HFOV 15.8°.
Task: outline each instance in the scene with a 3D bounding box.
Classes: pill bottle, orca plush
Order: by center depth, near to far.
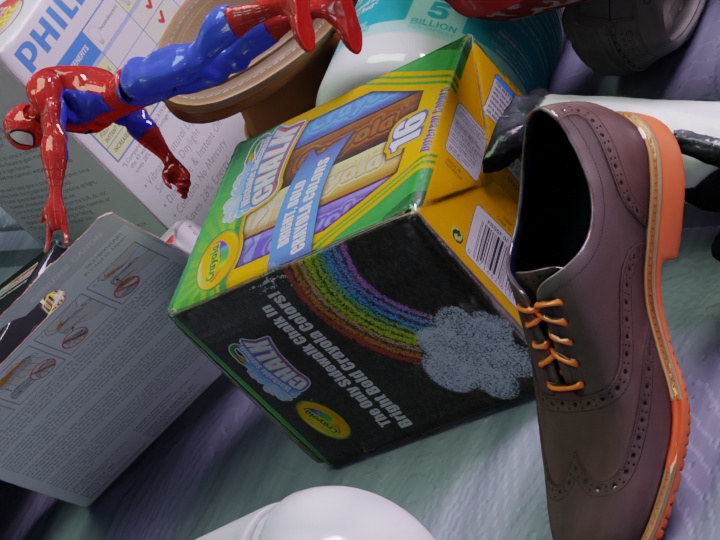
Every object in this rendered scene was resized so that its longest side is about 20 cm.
[{"bbox_3d":[0.149,-0.034,1.130,0.200,0.071,0.105,4,13,20],"label":"orca plush"},{"bbox_3d":[0.054,-0.134,1.373,0.111,0.111,0.200,-21,35,39],"label":"pill bottle"}]

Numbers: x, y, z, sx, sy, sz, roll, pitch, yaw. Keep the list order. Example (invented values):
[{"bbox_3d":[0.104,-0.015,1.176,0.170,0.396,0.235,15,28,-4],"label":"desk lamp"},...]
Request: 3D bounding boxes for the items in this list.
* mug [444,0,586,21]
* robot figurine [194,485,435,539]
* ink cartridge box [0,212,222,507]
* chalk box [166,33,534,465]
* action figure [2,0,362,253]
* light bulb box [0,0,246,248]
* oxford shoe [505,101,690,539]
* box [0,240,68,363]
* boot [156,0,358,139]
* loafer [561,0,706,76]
[{"bbox_3d":[0.094,-0.187,1.210,0.177,0.134,0.200,-11,-1,-30],"label":"mug"},{"bbox_3d":[-0.038,0.159,1.072,0.200,0.113,0.170,-27,12,30],"label":"robot figurine"},{"bbox_3d":[-0.144,0.036,1.316,0.161,0.200,0.050,-44,61,8],"label":"ink cartridge box"},{"bbox_3d":[0.000,0.000,1.240,0.200,0.125,0.124,-21,35,37],"label":"chalk box"},{"bbox_3d":[-0.093,-0.069,1.256,0.200,0.065,0.099,-12,84,32],"label":"action figure"},{"bbox_3d":[-0.130,-0.115,1.505,0.125,0.200,0.198,-11,41,48],"label":"light bulb box"},{"bbox_3d":[0.087,0.030,1.056,0.071,0.072,0.201,-12,73,44],"label":"oxford shoe"},{"bbox_3d":[-0.240,0.097,1.481,0.200,0.050,0.199,-29,29,55],"label":"box"},{"bbox_3d":[-0.046,-0.089,1.400,0.074,0.155,0.200,26,43,20],"label":"boot"},{"bbox_3d":[0.171,-0.185,1.337,0.070,0.070,0.200,-3,55,46],"label":"loafer"}]
